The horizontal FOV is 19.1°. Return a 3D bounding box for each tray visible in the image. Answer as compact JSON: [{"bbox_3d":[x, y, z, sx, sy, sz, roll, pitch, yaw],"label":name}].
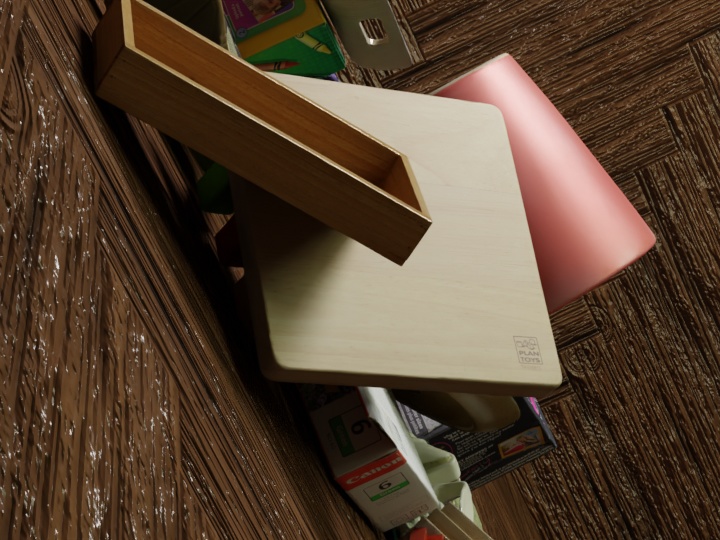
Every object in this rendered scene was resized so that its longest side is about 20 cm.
[{"bbox_3d":[-0.057,-0.080,1.199,0.200,0.037,0.099,30,18,-20],"label":"tray"}]

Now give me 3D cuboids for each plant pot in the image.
[{"bbox_3d":[0.023,0.062,1.528,0.200,0.028,0.200,33,-12,8],"label":"plant pot"},{"bbox_3d":[0.091,-0.050,1.577,0.178,0.200,0.200,59,4,-2],"label":"plant pot"}]

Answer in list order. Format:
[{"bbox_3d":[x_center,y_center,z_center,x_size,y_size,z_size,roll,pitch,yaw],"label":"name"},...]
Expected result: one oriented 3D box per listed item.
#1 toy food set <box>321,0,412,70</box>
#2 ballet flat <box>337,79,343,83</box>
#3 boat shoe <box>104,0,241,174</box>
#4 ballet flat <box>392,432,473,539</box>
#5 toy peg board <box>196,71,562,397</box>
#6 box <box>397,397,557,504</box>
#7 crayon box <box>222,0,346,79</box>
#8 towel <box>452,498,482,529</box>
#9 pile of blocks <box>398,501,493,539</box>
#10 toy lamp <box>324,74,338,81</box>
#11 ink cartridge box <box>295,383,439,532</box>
[{"bbox_3d":[-0.021,-0.247,1.475,0.144,0.060,0.201,56,11,-72],"label":"toy food set"},{"bbox_3d":[0.004,-0.107,1.745,0.200,0.067,0.064,39,16,-43],"label":"ballet flat"},{"bbox_3d":[-0.114,-0.139,1.337,0.065,0.073,0.200,51,-13,57],"label":"boat shoe"},{"bbox_3d":[0.051,0.171,1.605,0.200,0.072,0.072,-108,172,-64],"label":"ballet flat"},{"bbox_3d":[-0.001,-0.004,1.314,0.098,0.199,0.200,-44,-131,49],"label":"toy peg board"},{"bbox_3d":[0.062,0.078,1.825,0.115,0.132,0.200,54,11,-53],"label":"box"},{"bbox_3d":[-0.101,-0.204,1.470,0.058,0.118,0.201,60,7,-61],"label":"crayon box"},{"bbox_3d":[0.066,0.182,1.948,0.149,0.036,0.200,59,8,-53],"label":"towel"},{"bbox_3d":[0.083,0.246,1.445,0.062,0.082,0.201,57,10,-67],"label":"pile of blocks"},{"bbox_3d":[-0.026,-0.086,1.525,0.058,0.058,0.201,60,9,-54],"label":"toy lamp"},{"bbox_3d":[-0.008,0.093,1.416,0.200,0.050,0.109,56,10,-64],"label":"ink cartridge box"}]
